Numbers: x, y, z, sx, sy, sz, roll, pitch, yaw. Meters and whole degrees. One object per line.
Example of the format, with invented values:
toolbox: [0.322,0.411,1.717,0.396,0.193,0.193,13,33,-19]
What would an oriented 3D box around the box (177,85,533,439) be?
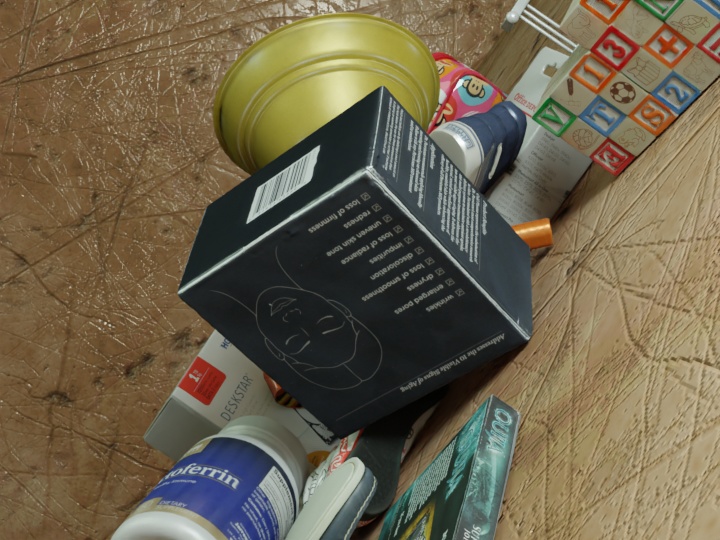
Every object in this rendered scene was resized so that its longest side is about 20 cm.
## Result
box: [0.000,0.000,0.972,0.199,0.197,0.124,-30,28,28]

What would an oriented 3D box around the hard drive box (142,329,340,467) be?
hard drive box: [-0.112,0.172,1.343,0.077,0.199,0.156,-53,6,34]

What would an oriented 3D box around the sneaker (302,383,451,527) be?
sneaker: [0.012,0.142,1.086,0.108,0.067,0.202,-46,14,53]

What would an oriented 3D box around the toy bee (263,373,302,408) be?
toy bee: [-0.003,0.109,1.352,0.109,0.199,0.132,78,-175,-55]

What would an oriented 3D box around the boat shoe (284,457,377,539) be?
boat shoe: [-0.038,0.241,0.955,0.201,0.062,0.075,-59,6,-2]

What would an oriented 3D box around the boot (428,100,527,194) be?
boot: [0.083,-0.064,1.102,0.090,0.073,0.200,-27,-21,-36]

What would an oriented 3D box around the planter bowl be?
planter bowl: [-0.020,-0.111,1.032,0.201,0.199,0.084,-52,39,37]

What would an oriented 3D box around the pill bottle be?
pill bottle: [-0.119,0.209,1.035,0.116,0.116,0.200,-53,-2,27]

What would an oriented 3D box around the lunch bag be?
lunch bag: [0.098,-0.108,1.260,0.082,0.200,0.177,36,96,42]

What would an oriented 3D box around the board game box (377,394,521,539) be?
board game box: [0.041,0.179,0.766,0.135,0.028,0.200,-53,5,30]

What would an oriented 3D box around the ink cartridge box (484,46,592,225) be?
ink cartridge box: [0.156,-0.103,1.161,0.201,0.066,0.116,-55,19,9]

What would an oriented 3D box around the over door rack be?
over door rack: [0.233,-0.256,1.055,0.201,0.147,0.067,-57,3,-1]

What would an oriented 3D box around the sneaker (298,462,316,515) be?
sneaker: [-0.051,0.242,1.156,0.093,0.070,0.200,-33,13,27]

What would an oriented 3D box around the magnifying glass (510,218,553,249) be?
magnifying glass: [0.066,-0.014,1.062,0.022,0.199,0.080,-93,-10,-49]

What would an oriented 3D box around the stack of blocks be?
stack of blocks: [0.211,-0.175,0.932,0.200,0.115,0.059,-51,6,50]
